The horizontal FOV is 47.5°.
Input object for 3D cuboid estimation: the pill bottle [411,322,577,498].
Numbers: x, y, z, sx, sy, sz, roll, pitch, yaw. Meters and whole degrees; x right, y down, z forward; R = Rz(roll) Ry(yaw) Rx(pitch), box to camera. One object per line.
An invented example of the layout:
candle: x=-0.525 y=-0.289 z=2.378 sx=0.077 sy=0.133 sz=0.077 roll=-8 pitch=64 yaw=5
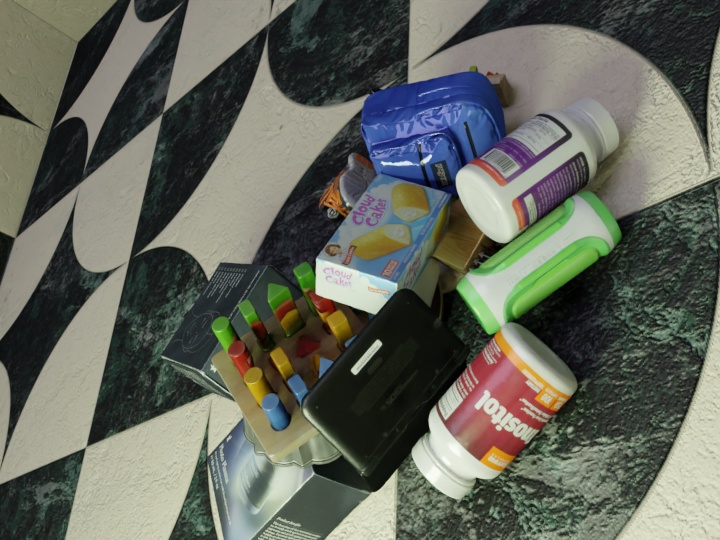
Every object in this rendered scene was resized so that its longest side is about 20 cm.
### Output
pill bottle: x=0.155 y=0.171 z=0.979 sx=0.201 sy=0.112 sz=0.113 roll=-52 pitch=37 yaw=14

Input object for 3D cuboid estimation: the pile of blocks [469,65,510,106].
pile of blocks: x=0.155 y=-0.285 z=1.311 sx=0.198 sy=0.082 sz=0.063 roll=-15 pitch=55 yaw=46

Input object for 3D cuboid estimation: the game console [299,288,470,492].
game console: x=0.036 y=0.152 z=1.019 sx=0.200 sy=0.176 sz=0.116 roll=-48 pitch=8 yaw=-15

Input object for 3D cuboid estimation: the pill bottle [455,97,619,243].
pill bottle: x=0.230 y=-0.134 z=1.047 sx=0.199 sy=0.112 sz=0.111 roll=-35 pitch=35 yaw=-11

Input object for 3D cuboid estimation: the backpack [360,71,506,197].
backpack: x=0.117 y=-0.183 z=1.202 sx=0.197 sy=0.164 sz=0.169 roll=-12 pitch=44 yaw=16

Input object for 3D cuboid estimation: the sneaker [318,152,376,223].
sneaker: x=-0.023 y=-0.118 z=1.411 sx=0.113 sy=0.077 sz=0.201 roll=-53 pitch=10 yaw=24

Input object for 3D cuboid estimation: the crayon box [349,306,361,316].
crayon box: x=0.000 y=0.000 z=1.270 sx=0.126 sy=0.051 sz=0.201 roll=-55 pitch=8 yaw=32

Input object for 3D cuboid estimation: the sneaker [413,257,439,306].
sneaker: x=0.054 y=0.063 z=1.155 sx=0.072 sy=0.084 sz=0.203 roll=-11 pitch=61 yaw=44

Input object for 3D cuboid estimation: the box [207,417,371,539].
box: x=-0.114 y=0.301 z=1.214 sx=0.199 sy=0.123 sz=0.201 roll=-47 pitch=38 yaw=16

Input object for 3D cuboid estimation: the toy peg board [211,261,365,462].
toy peg board: x=-0.088 y=0.103 z=1.071 sx=0.199 sy=0.098 sz=0.199 roll=-33 pitch=47 yaw=-10

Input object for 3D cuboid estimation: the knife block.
knife block: x=0.155 y=-0.016 z=1.145 sx=0.199 sy=0.064 sz=0.178 roll=-30 pitch=45 yaw=35

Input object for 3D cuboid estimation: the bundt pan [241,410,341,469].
bundt pan: x=-0.078 y=0.169 z=1.140 sx=0.198 sy=0.077 sz=0.204 roll=-7 pitch=41 yaw=6

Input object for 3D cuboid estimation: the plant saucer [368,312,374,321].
plant saucer: x=0.036 y=0.140 z=1.115 sx=0.070 sy=0.019 sz=0.204 roll=146 pitch=120 yaw=-73

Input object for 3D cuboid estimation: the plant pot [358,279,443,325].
plant pot: x=0.055 y=0.084 z=1.233 sx=0.199 sy=0.027 sz=0.203 roll=-29 pitch=47 yaw=37

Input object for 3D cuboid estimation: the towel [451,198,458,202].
towel: x=0.085 y=-0.101 z=1.330 sx=0.198 sy=0.018 sz=0.087 roll=-16 pitch=59 yaw=45

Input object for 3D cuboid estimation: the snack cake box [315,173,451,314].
snack cake box: x=0.034 y=-0.037 z=1.088 sx=0.113 sy=0.068 sz=0.201 roll=18 pitch=46 yaw=16

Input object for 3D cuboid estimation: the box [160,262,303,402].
box: x=-0.201 y=0.101 z=1.348 sx=0.196 sy=0.124 sz=0.202 roll=2 pitch=57 yaw=60

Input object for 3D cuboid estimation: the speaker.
speaker: x=0.218 y=-0.009 z=1.004 sx=0.199 sy=0.089 sz=0.089 roll=-36 pitch=39 yaw=2
